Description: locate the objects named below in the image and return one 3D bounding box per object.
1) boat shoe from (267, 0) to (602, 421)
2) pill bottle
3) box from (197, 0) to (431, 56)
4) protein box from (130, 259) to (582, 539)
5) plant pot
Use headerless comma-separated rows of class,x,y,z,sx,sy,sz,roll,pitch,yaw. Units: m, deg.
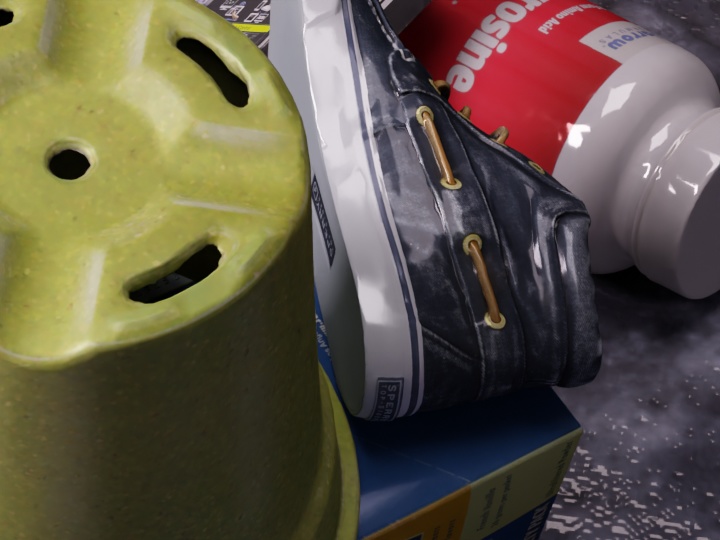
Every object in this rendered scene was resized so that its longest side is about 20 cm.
boat shoe,0.023,-0.039,0.802,0.091,0.071,0.201,-4,61,-15
pill bottle,0.093,-0.069,1.028,0.200,0.113,0.112,32,51,31
box,-0.062,-0.108,1.027,0.160,0.044,0.200,-46,26,-17
protein box,-0.063,0.062,0.836,0.200,0.135,0.199,-25,62,-24
plant pot,-0.087,0.018,0.665,0.200,0.184,0.201,4,54,-6
